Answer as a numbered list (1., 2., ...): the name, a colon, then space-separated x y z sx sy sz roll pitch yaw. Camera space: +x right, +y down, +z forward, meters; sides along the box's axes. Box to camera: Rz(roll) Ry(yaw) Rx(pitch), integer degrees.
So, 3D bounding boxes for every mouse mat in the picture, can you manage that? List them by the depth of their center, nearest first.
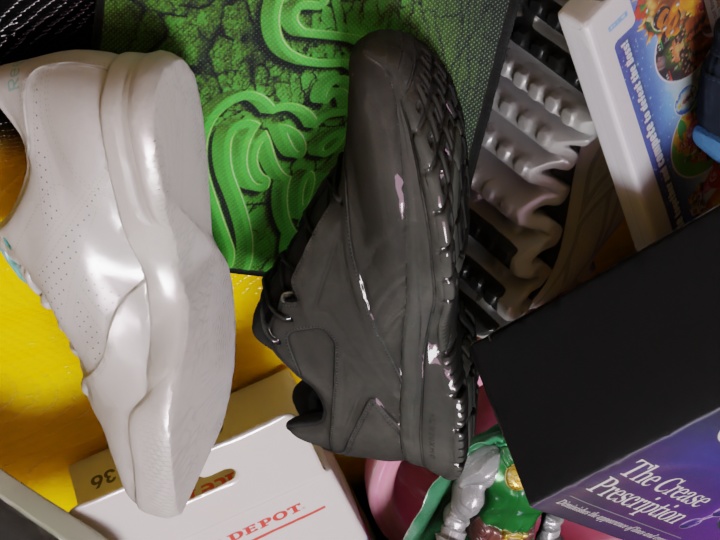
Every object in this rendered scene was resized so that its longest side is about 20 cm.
1. mouse mat: -0.026 -0.072 0.778 0.160 0.008 0.201 6 131 -8

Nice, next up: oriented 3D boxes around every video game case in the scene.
1. video game case: 0.165 -0.111 0.783 0.200 0.018 0.144 -44 139 -15

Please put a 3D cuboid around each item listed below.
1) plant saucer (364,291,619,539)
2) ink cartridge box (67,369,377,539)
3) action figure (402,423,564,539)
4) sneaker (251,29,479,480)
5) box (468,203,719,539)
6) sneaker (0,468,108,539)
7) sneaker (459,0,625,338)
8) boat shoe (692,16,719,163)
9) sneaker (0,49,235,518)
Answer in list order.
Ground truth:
1. plant saucer: 0.096 0.071 0.950 0.199 0.051 0.201 -9 143 -7
2. ink cartridge box: -0.058 0.124 0.938 0.116 0.068 0.200 -24 137 -1
3. action figure: 0.053 0.133 0.916 0.118 0.055 0.201 1 127 -33
4. sneaker: 0.000 0.000 0.787 0.090 0.076 0.201 2 122 9
5. box: 0.159 0.051 0.814 0.141 0.079 0.200 -33 149 21
6. sneaker: -0.193 0.122 0.812 0.199 0.107 0.075 30 139 -13
7. sneaker: 0.090 -0.064 0.828 0.081 0.075 0.201 -11 137 -38
8. boat shoe: 0.214 -0.099 0.764 0.200 0.084 0.069 -31 131 -30
9. sneaker: -0.103 0.005 0.796 0.088 0.075 0.201 5 118 15
